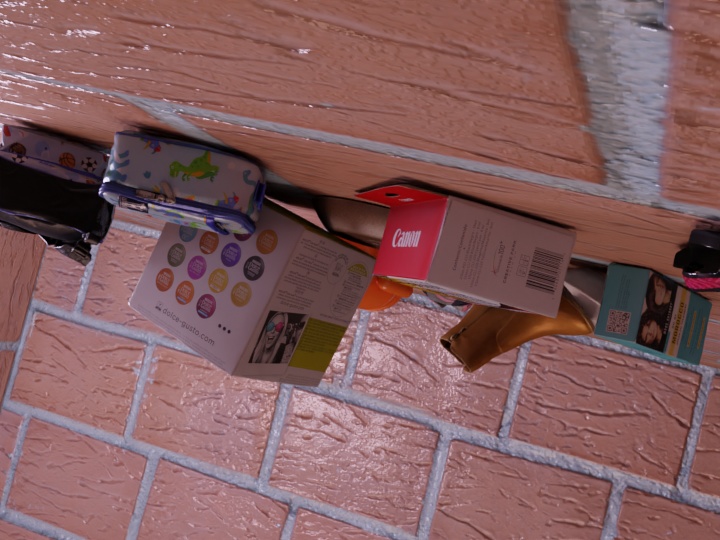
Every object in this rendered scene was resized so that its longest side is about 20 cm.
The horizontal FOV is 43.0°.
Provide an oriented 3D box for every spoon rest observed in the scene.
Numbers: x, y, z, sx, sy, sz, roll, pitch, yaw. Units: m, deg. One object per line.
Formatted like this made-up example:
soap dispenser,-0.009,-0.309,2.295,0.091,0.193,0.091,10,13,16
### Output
spoon rest,0.302,0.043,1.123,0.099,0.061,0.200,37,-169,32

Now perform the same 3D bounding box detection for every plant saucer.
plant saucer,0.032,-0.047,1.127,0.200,0.037,0.200,15,176,1

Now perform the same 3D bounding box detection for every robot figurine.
robot figurine,-0.001,-0.001,1.402,0.144,0.117,0.200,-19,159,28

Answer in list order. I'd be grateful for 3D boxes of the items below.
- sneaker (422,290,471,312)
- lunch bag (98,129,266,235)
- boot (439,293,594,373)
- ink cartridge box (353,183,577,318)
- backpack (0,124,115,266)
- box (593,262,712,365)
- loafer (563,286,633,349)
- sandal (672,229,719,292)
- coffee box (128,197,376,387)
sneaker,0.132,0.015,1.158,0.082,0.070,0.200,58,166,-13
lunch bag,-0.182,-0.089,0.982,0.160,0.083,0.200,12,178,-4
boot,0.199,0.087,1.197,0.071,0.144,0.201,57,164,-22
ink cartridge box,0.084,-0.020,0.903,0.175,0.084,0.200,16,178,-13
backpack,-0.410,-0.100,1.202,0.200,0.154,0.191,21,168,-5
box,0.340,0.054,1.048,0.049,0.083,0.200,10,175,41
loafer,0.338,0.051,1.270,0.200,0.072,0.063,22,-169,-19
sandal,0.281,0.002,0.704,0.075,0.045,0.200,14,177,12
coffee box,-0.132,0.014,1.177,0.199,0.198,0.200,28,-176,30
